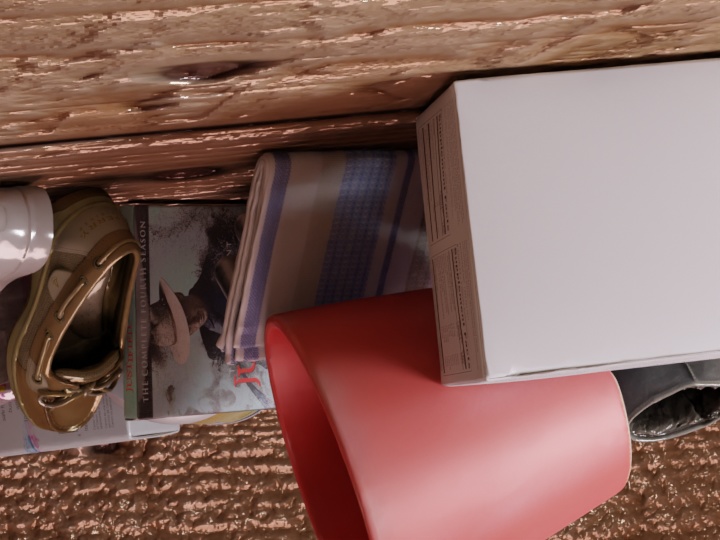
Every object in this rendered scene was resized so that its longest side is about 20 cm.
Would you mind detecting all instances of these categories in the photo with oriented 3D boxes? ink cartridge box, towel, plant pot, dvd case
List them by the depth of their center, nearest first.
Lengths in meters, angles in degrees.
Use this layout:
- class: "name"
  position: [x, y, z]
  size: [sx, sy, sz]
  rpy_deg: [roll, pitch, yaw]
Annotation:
- class: "plant pot"
  position: [0.056, 0.096, 1.134]
  size: [0.176, 0.203, 0.200]
  rpy_deg: [-18, 177, -13]
- class: "towel"
  position: [0.009, -0.013, 1.194]
  size: [0.198, 0.148, 0.024]
  rpy_deg: [-4, -149, -30]
- class: "dvd case"
  position: [-0.081, 0.027, 1.318]
  size: [0.198, 0.148, 0.022]
  rpy_deg: [0, 180, -39]
- class: "ink cartridge box"
  position: [-0.267, 0.082, 1.621]
  size: [0.198, 0.148, 0.083]
  rpy_deg: [-9, 176, 26]

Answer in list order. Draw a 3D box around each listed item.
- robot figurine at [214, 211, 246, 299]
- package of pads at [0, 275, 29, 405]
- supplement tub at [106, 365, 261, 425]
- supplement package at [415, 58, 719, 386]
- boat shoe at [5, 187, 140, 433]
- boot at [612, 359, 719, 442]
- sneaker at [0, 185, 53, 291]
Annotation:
- class: "robot figurine"
  position: [0.000, 0.000, 1.294]
  size: [0.198, 0.113, 0.170]
  rpy_deg: [-2, 138, -35]
- class: "package of pads"
  position: [-0.287, 0.043, 1.356]
  size: [0.075, 0.122, 0.199]
  rpy_deg: [-3, 172, -29]
- class: "supplement tub"
  position: [-0.131, 0.046, 1.446]
  size: [0.143, 0.146, 0.200]
  rpy_deg: [-7, 174, 9]
- class: "supplement package"
  position: [0.142, -0.026, 1.017]
  size: [0.198, 0.158, 0.111]
  rpy_deg: [-5, 176, -10]
- class: "boat shoe"
  position: [-0.180, 0.040, 1.217]
  size: [0.073, 0.063, 0.202]
  rpy_deg: [-17, 140, -37]
- class: "boot"
  position: [0.259, 0.036, 1.506]
  size: [0.180, 0.073, 0.200]
  rpy_deg: [-28, -148, 0]
- class: "sneaker"
  position: [-0.281, -0.008, 1.167]
  size: [0.115, 0.075, 0.200]
  rpy_deg: [-1, 162, -32]
